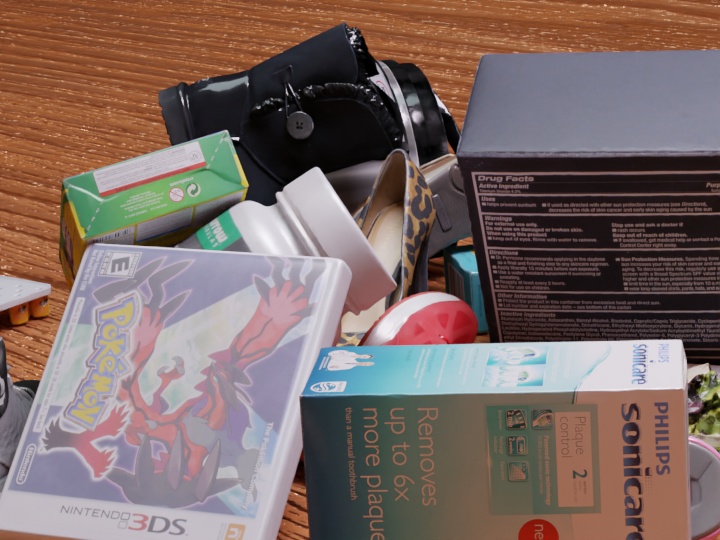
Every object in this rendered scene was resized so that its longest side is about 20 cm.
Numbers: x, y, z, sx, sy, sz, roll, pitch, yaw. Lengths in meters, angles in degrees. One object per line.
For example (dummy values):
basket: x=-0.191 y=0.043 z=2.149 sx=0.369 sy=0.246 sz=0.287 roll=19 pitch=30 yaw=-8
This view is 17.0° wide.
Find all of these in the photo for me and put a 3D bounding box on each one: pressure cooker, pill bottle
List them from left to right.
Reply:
pill bottle: x=-0.084 y=0.028 z=1.550 sx=0.200 sy=0.113 sz=0.113 roll=-34 pitch=18 yaw=1
pressure cooker: x=-0.008 y=-0.084 z=1.956 sx=0.199 sy=0.177 sz=0.179 roll=-7 pitch=12 yaw=-15

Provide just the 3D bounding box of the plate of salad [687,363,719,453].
plate of salad: x=0.195 y=0.083 z=1.550 sx=0.199 sy=0.048 sz=0.200 roll=-4 pitch=16 yaw=1

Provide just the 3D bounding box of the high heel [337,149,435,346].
high heel: x=0.000 y=0.000 z=1.712 sx=0.071 sy=0.143 sz=0.200 roll=3 pitch=17 yaw=22

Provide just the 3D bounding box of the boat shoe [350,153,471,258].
boat shoe: x=0.075 y=-0.059 z=1.842 sx=0.199 sy=0.076 sz=0.072 roll=-19 pitch=15 yaw=-9

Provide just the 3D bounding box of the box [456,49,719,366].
box: x=0.183 y=-0.041 z=1.657 sx=0.199 sy=0.199 sz=0.124 roll=1 pitch=42 yaw=14

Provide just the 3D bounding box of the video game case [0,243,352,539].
video game case: x=-0.113 y=0.078 z=1.446 sx=0.181 sy=0.023 sz=0.201 roll=4 pitch=62 yaw=25

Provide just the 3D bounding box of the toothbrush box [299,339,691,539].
toothbrush box: x=0.075 y=0.119 z=1.271 sx=0.199 sy=0.147 sz=0.085 roll=-1 pitch=16 yaw=7

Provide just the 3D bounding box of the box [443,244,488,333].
box: x=0.169 y=0.002 z=1.837 sx=0.199 sy=0.049 sz=0.082 roll=-8 pitch=16 yaw=-12

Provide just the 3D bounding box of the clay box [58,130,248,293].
clay box: x=-0.143 y=-0.028 z=1.622 sx=0.114 sy=0.048 sz=0.200 roll=-18 pitch=-12 yaw=-13

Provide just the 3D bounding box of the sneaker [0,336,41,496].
sneaker: x=-0.232 y=0.076 z=1.550 sx=0.075 sy=0.116 sz=0.200 roll=-2 pitch=16 yaw=7

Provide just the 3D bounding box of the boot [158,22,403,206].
boot: x=-0.046 y=-0.070 z=1.810 sx=0.167 sy=0.201 sz=0.076 roll=-16 pitch=5 yaw=9

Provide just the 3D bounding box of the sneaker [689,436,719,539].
sneaker: x=0.115 y=0.134 z=1.378 sx=0.199 sy=0.079 sz=0.095 roll=0 pitch=-6 yaw=11

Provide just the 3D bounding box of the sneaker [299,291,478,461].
sneaker: x=0.044 y=0.085 z=1.566 sx=0.115 sy=0.079 sz=0.200 roll=17 pitch=37 yaw=33

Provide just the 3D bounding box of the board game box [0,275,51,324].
board game box: x=-0.378 y=0.036 z=1.893 sx=0.199 sy=0.026 sz=0.200 roll=8 pitch=20 yaw=38
